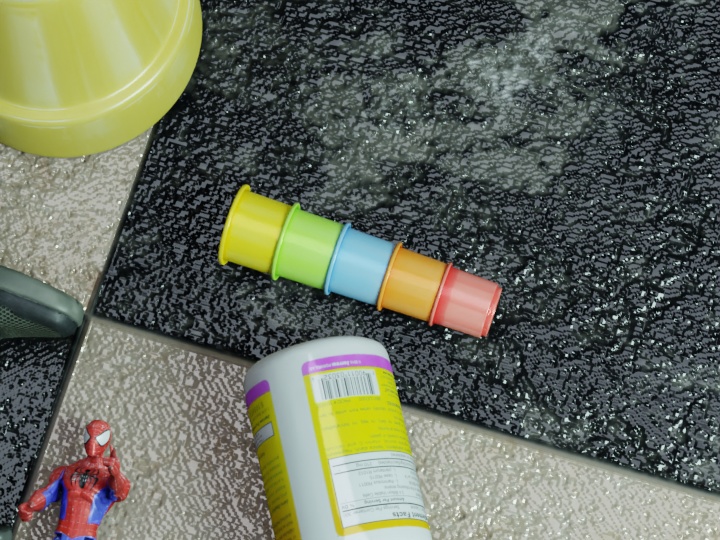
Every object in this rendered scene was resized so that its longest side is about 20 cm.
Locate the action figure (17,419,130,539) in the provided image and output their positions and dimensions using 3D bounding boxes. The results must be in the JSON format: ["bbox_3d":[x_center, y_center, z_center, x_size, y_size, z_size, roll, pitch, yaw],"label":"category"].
[{"bbox_3d":[-0.198,0.189,1.449,0.065,0.099,0.202,7,69,7],"label":"action figure"}]

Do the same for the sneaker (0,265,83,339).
[{"bbox_3d":[-0.294,0.048,1.512,0.197,0.076,0.115,8,73,7],"label":"sneaker"}]

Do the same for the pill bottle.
[{"bbox_3d":[-0.011,0.153,1.451,0.103,0.104,0.202,-12,71,-3],"label":"pill bottle"}]

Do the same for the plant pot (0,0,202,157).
[{"bbox_3d":[-0.218,-0.207,1.537,0.199,0.189,0.203,0,71,1],"label":"plant pot"}]

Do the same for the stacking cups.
[{"bbox_3d":[0.000,0.000,1.527,0.198,0.061,0.061,20,72,7],"label":"stacking cups"}]

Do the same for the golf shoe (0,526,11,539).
[{"bbox_3d":[-0.287,0.158,1.435,0.200,0.072,0.093,35,116,37],"label":"golf shoe"}]
